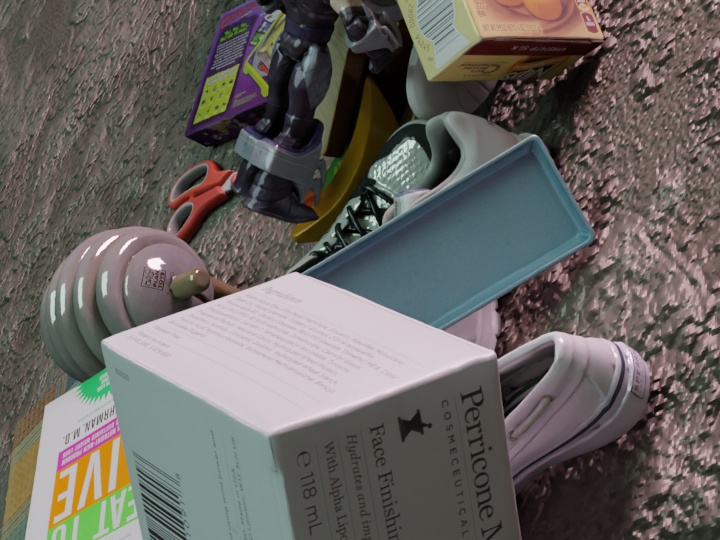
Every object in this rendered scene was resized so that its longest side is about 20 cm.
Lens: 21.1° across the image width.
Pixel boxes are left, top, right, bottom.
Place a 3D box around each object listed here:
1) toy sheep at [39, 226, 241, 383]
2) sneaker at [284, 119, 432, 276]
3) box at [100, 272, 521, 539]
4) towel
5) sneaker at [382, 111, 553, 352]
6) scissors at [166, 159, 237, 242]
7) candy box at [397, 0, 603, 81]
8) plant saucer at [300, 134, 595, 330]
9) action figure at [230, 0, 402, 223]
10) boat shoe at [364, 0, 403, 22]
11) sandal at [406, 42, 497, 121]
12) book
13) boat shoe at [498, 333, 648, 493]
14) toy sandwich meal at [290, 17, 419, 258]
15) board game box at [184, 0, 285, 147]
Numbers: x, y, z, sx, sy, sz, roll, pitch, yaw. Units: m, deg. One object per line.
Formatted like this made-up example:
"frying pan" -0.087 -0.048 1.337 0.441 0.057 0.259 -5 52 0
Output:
"toy sheep" -0.164 0.030 1.428 0.199 0.137 0.139 -28 44 47
"sneaker" 0.000 0.000 1.197 0.075 0.087 0.201 32 105 26
"box" -0.022 0.128 0.991 0.199 0.130 0.201 20 124 57
"towel" -0.249 0.167 1.580 0.147 0.022 0.201 -43 32 32
"sneaker" 0.044 -0.001 1.147 0.074 0.087 0.202 -4 65 57
"scissors" -0.103 -0.076 1.538 0.199 0.014 0.074 -30 41 49
"candy box" 0.061 -0.215 1.178 0.055 0.115 0.202 -33 71 42
"plant saucer" 0.032 0.003 1.102 0.199 0.070 0.019 -31 -2 2
"action figure" -0.035 -0.136 1.202 0.130 0.069 0.202 38 119 51
"boat shoe" 0.006 -0.233 1.271 0.067 0.073 0.202 102 163 -57
"sandal" 0.067 -0.175 1.260 0.049 0.083 0.204 0 53 38
"book" -0.162 0.141 1.301 0.133 0.048 0.201 -33 35 23
"boat shoe" 0.065 0.083 1.043 0.200 0.066 0.074 -40 36 38
"toy sandwich meal" -0.015 -0.101 1.309 0.205 0.070 0.207 135 142 -52
"board game box" -0.067 -0.176 1.548 0.199 0.032 0.121 -15 58 54
